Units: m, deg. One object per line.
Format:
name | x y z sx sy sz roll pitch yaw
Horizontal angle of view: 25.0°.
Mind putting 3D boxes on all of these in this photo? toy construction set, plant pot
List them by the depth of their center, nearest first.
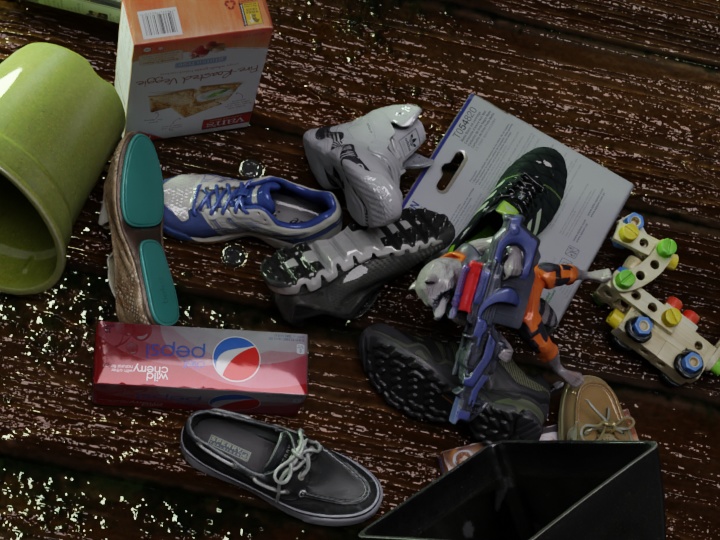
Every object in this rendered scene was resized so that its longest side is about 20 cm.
plant pot | 0.152 0.270 1.425 0.199 0.200 0.178 -27 105 -40
plant pot | -0.322 -0.110 1.538 0.200 0.200 0.184 29 53 3
toy construction set | 0.322 0.037 1.640 0.200 0.092 0.131 31 67 12

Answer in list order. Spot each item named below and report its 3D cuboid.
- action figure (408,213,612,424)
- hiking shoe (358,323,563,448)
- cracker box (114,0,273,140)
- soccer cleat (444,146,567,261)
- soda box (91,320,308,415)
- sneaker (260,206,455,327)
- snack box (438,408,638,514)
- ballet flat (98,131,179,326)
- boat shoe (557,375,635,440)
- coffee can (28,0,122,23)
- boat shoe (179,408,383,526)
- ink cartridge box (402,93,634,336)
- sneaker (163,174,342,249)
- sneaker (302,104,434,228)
action figure | 0.128 0.048 1.521 0.193 0.105 0.200 22 92 -27
hiking shoe | 0.095 0.100 1.586 0.200 0.076 0.101 28 41 9
cracker box | -0.167 -0.200 1.586 0.134 0.200 0.058 -10 70 -15
soccer cleat | 0.148 -0.054 1.603 0.068 0.081 0.200 37 66 7
soda box | -0.152 0.094 1.532 0.200 0.070 0.063 3 67 -10
sneaker | 0.000 0.000 1.595 0.200 0.091 0.066 -19 43 -15
snack box | 0.179 0.191 1.578 0.200 0.024 0.072 -11 71 -16
ballet flat | -0.223 -0.032 1.562 0.070 0.065 0.200 7 72 -53
boat shoe | 0.237 0.191 1.541 0.073 0.063 0.200 -5 71 -13
coffee can | -0.275 -0.333 1.653 0.200 0.146 0.146 14 65 -5
boat shoe | -0.070 0.177 1.511 0.199 0.068 0.074 26 65 1
ink cartridge box | 0.153 -0.058 1.673 0.200 0.041 0.200 31 65 4
sneaker | -0.115 -0.069 1.602 0.200 0.088 0.075 6 67 -7
sneaker | 0.025 -0.110 1.600 0.115 0.200 0.075 -23 117 -13
